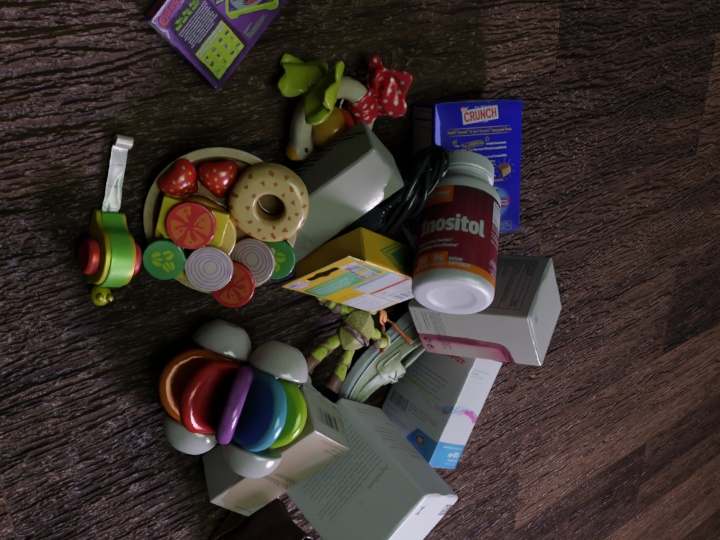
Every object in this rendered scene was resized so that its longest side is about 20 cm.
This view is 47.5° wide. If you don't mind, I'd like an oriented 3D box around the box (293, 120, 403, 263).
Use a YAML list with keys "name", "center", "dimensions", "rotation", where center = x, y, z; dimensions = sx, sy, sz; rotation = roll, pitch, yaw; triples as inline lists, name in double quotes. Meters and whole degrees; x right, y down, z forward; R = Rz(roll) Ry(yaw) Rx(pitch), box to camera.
- name: "box"
  center: [-0.047, -0.098, 1.072]
  dimensions: [0.198, 0.069, 0.082]
  rotation: [-34, 133, 14]

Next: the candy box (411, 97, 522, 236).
- name: "candy box"
  center: [0.161, -0.157, 1.245]
  dimensions: [0.166, 0.077, 0.205]
  rotation: [-8, 107, -28]

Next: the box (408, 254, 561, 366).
- name: "box"
  center: [0.193, 0.055, 1.255]
  dimensions: [0.129, 0.196, 0.110]
  rotation: [-58, 139, -37]

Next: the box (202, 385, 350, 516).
- name: "box"
  center: [-0.123, 0.261, 1.173]
  dimensions: [0.199, 0.079, 0.095]
  rotation: [-37, 137, 17]

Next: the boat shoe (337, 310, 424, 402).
- name: "boat shoe"
  center: [0.045, 0.147, 1.318]
  dimensions: [0.200, 0.062, 0.072]
  rotation: [-47, 154, -14]

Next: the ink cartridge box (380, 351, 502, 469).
- name: "ink cartridge box"
  center: [0.129, 0.206, 1.372]
  dimensions: [0.084, 0.144, 0.203]
  rotation: [17, 99, -43]

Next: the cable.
- name: "cable"
  center: [0.053, -0.107, 1.132]
  dimensions: [0.051, 0.199, 0.164]
  rotation: [49, 34, -11]

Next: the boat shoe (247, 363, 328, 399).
- name: "boat shoe"
  center: [-0.105, 0.174, 1.221]
  dimensions: [0.067, 0.072, 0.201]
  rotation: [-59, 145, -21]

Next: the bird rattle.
- name: "bird rattle"
  center: [-0.030, -0.215, 1.098]
  dimensions: [0.198, 0.112, 0.165]
  rotation: [-6, 128, -50]

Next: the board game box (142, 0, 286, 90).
- name: "board game box"
  center: [-0.151, -0.330, 0.963]
  dimensions: [0.201, 0.032, 0.120]
  rotation: [-54, 138, -8]

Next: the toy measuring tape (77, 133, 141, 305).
- name: "toy measuring tape"
  center: [-0.283, -0.052, 0.952]
  dimensions: [0.073, 0.073, 0.204]
  rotation: [4, 108, -41]

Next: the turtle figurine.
- name: "turtle figurine"
  center: [-0.010, 0.104, 1.242]
  dimensions: [0.199, 0.064, 0.162]
  rotation: [41, 82, -31]

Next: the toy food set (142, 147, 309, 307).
- name: "toy food set"
  center: [-0.169, -0.052, 1.009]
  dimensions: [0.196, 0.049, 0.201]
  rotation: [14, 114, -14]

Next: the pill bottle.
- name: "pill bottle"
  center: [0.133, -0.054, 1.112]
  dimensions: [0.113, 0.111, 0.204]
  rotation: [36, 53, -44]

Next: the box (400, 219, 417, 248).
- name: "box"
  center: [0.158, -0.096, 1.335]
  dimensions: [0.200, 0.032, 0.122]
  rotation: [-45, 132, -17]

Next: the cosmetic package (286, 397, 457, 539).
- name: "cosmetic package"
  center: [0.011, 0.331, 1.250]
  dimensions: [0.166, 0.200, 0.164]
  rotation: [-48, 152, 5]

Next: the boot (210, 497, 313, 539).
- name: "boot"
  center: [-0.157, 0.438, 1.222]
  dimensions: [0.072, 0.165, 0.203]
  rotation: [16, 99, -43]

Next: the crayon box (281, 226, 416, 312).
- name: "crayon box"
  center: [0.000, 0.000, 1.123]
  dimensions: [0.198, 0.124, 0.053]
  rotation: [18, 58, -49]

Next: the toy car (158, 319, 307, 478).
- name: "toy car"
  center: [-0.167, 0.167, 1.055]
  dimensions: [0.150, 0.196, 0.178]
  rotation: [41, 69, -84]
